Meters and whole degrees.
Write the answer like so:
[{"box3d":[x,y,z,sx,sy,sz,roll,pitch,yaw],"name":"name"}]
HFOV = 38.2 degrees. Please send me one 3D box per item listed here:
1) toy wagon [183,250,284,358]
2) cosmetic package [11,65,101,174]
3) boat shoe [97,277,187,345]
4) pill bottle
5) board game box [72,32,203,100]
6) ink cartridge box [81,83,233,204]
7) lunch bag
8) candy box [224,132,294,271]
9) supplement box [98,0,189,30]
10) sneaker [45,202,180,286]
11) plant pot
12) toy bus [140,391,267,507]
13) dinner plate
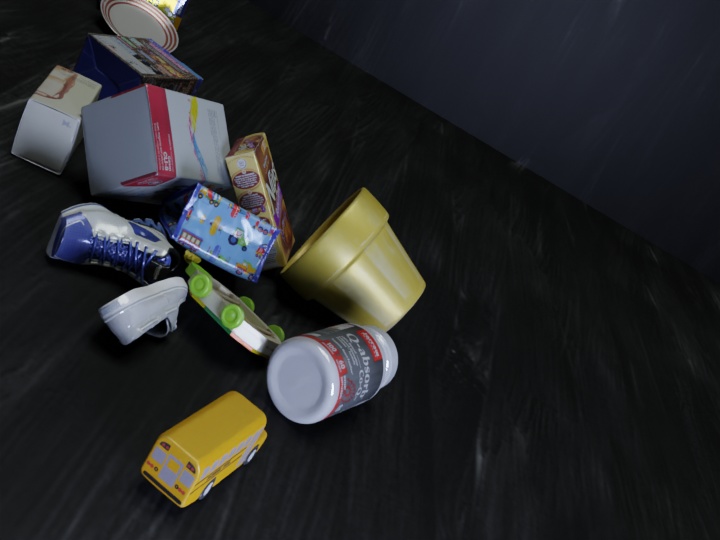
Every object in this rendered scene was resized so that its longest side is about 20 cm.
[{"box3d":[-0.191,0.048,1.482,0.199,0.040,0.155,41,1,24],"name":"toy wagon"},{"box3d":[-0.494,-0.250,1.698,0.086,0.104,0.201,23,21,-14],"name":"cosmetic package"},{"box3d":[-0.275,0.056,1.379,0.069,0.071,0.200,63,10,1],"name":"boat shoe"},{"box3d":[-0.034,0.136,1.450,0.115,0.117,0.199,39,23,20],"name":"pill bottle"},{"box3d":[-0.441,-0.383,2.062,0.159,0.098,0.199,38,22,17],"name":"board game box"},{"box3d":[-0.319,-0.194,1.656,0.199,0.143,0.147,2,77,-60],"name":"ink cartridge box"},{"box3d":[-0.235,-0.060,1.629,0.149,0.095,0.199,29,-8,-22],"name":"lunch bag"},{"box3d":[-0.165,-0.115,1.732,0.055,0.203,0.117,-12,21,9],"name":"candy box"},{"box3d":[-0.529,-0.671,2.538,0.197,0.110,0.110,21,15,-23],"name":"supplement box"},{"box3d":[-0.326,-0.029,1.454,0.115,0.082,0.198,35,18,37],"name":"sneaker"},{"box3d":[0.000,0.000,1.714,0.189,0.201,0.201,44,20,-7],"name":"plant pot"},{"box3d":[-0.169,0.197,1.187,0.065,0.079,0.200,35,22,12],"name":"toy bus"},{"box3d":[-0.517,-0.571,2.423,0.198,0.024,0.202,28,37,-23],"name":"dinner plate"}]
